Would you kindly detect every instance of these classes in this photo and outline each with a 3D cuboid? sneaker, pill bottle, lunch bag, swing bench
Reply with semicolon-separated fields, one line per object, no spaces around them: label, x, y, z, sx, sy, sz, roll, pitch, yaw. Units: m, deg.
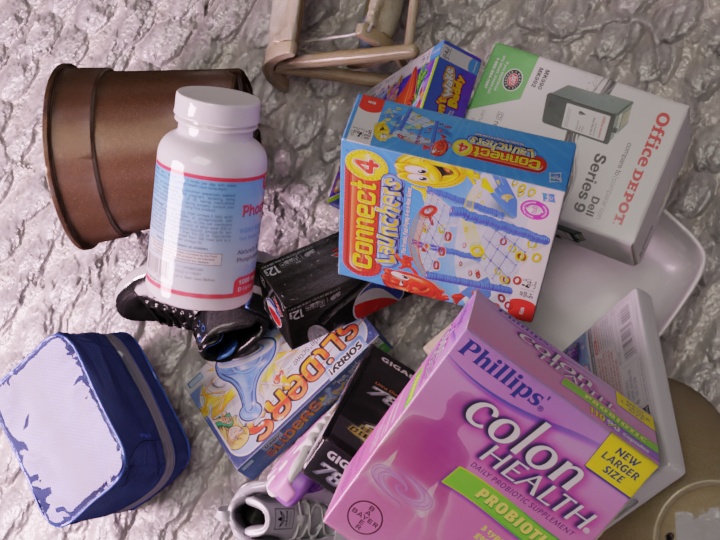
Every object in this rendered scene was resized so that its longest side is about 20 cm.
sneaker;-0.044;0.251;1.181;0.197;0.115;0.076;4;81;16
pill bottle;-0.148;-0.071;1.164;0.108;0.109;0.202;15;110;18
lunch bag;-0.281;0.157;1.263;0.135;0.132;0.201;-37;71;21
sneaker;-0.018;0.183;1.162;0.089;0.200;0.080;48;116;4
swing bench;-0.008;-0.306;1.297;0.197;0.130;0.202;5;79;17
sneaker;-0.182;0.048;1.266;0.198;0.073;0.113;-13;51;20

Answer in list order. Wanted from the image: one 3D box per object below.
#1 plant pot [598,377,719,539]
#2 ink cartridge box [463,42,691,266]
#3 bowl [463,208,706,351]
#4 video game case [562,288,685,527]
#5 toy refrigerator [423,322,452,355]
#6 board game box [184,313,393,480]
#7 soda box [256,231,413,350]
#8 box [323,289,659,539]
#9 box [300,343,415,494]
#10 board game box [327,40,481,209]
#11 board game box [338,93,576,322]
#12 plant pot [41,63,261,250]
plant pot;0.269;0.202;1.032;0.185;0.200;0.190;0;96;-2
ink cartridge box;0.198;-0.112;1.142;0.198;0.084;0.147;22;83;20
bowl;0.219;0.009;1.189;0.199;0.075;0.201;39;90;20
video game case;0.196;0.139;1.036;0.182;0.024;0.201;-47;25;35
toy refrigerator;0.133;0.096;1.075;0.070;0.200;0.076;-38;106;-7
board game box;-0.078;0.101;1.247;0.200;0.034;0.135;-44;50;2
soda box;0.000;0.000;1.209;0.198;0.064;0.071;-24;49;-17
box;0.101;0.154;0.933;0.175;0.097;0.201;35;108;-1
box;0.061;0.175;1.103;0.199;0.199;0.050;34;117;0
board game box;0.040;-0.136;1.207;0.044;0.200;0.136;23;75;-18
board game box;0.080;-0.051;1.080;0.193;0.201;0.056;14;55;8
plant pot;-0.214;-0.131;1.287;0.196;0.200;0.203;-4;76;7
